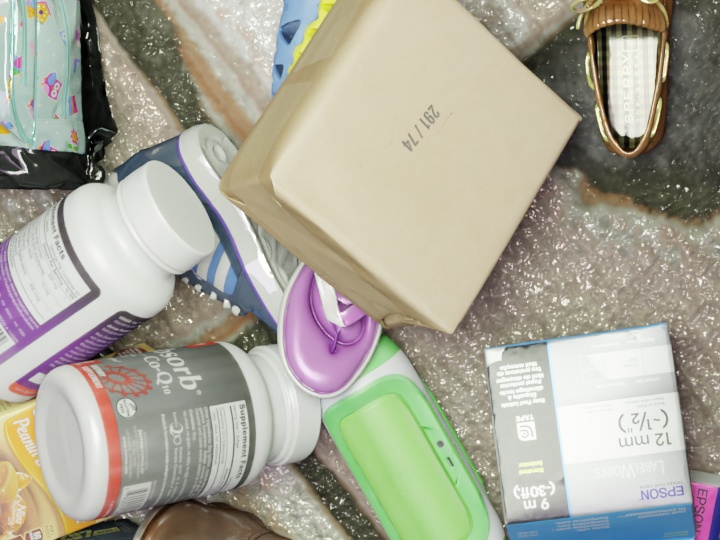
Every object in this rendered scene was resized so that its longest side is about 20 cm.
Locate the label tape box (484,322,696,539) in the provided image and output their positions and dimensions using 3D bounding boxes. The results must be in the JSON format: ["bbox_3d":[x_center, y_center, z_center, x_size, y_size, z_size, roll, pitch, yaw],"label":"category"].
[{"bbox_3d":[0.177,0.150,1.227,0.142,0.066,0.202,-8,79,8],"label":"label tape box"}]

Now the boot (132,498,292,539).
[{"bbox_3d":[-0.061,0.238,1.249,0.198,0.186,0.065,22,99,22],"label":"boot"}]

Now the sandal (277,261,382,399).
[{"bbox_3d":[-0.007,-0.003,1.233,0.082,0.050,0.204,22,73,-1],"label":"sandal"}]

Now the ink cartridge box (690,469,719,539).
[{"bbox_3d":[0.221,0.200,1.276,0.198,0.037,0.096,10,101,8],"label":"ink cartridge box"}]

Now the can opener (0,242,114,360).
[{"bbox_3d":[-0.262,0.051,1.338,0.063,0.079,0.200,-42,99,3],"label":"can opener"}]

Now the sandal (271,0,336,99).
[{"bbox_3d":[-0.030,-0.213,1.242,0.087,0.079,0.202,35,116,40],"label":"sandal"}]

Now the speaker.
[{"bbox_3d":[0.039,0.155,1.280,0.088,0.088,0.201,-29,93,15],"label":"speaker"}]

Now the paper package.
[{"bbox_3d":[0.030,-0.086,1.163,0.190,0.103,0.201,39,73,-21],"label":"paper package"}]

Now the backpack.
[{"bbox_3d":[-0.284,-0.165,1.266,0.165,0.126,0.203,4,95,19],"label":"backpack"}]

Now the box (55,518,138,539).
[{"bbox_3d":[-0.254,0.320,1.343,0.051,0.156,0.203,14,108,55],"label":"box"}]

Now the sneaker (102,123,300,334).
[{"bbox_3d":[-0.131,-0.006,1.298,0.146,0.081,0.201,-28,99,26],"label":"sneaker"}]

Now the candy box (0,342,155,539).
[{"bbox_3d":[-0.242,0.147,1.291,0.198,0.055,0.117,-19,110,-20],"label":"candy box"}]

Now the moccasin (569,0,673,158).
[{"bbox_3d":[0.192,-0.185,1.188,0.073,0.078,0.204,3,101,11],"label":"moccasin"}]

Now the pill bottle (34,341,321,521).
[{"bbox_3d":[-0.138,0.117,1.236,0.115,0.198,0.117,17,111,54],"label":"pill bottle"}]

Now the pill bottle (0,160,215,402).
[{"bbox_3d":[-0.211,0.005,1.220,0.199,0.111,0.112,-33,92,18],"label":"pill bottle"}]
